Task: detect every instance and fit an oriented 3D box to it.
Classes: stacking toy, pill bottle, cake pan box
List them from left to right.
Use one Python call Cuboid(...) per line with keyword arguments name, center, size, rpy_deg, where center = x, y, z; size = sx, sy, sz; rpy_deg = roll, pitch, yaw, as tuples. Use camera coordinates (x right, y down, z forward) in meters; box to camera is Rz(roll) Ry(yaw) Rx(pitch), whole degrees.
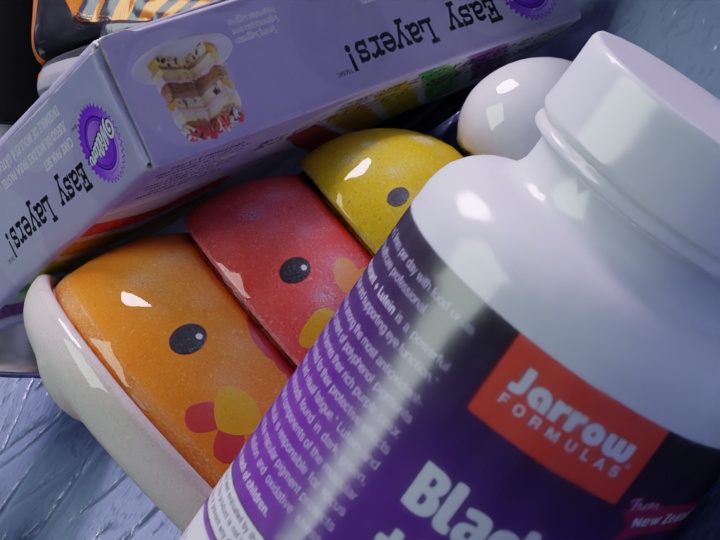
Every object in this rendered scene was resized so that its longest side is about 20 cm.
Cuboid(name="cake pan box", center=(-0.042, -0.052, 0.904), size=(0.199, 0.053, 0.184), rpy_deg=(-22, -5, -36))
Cuboid(name="stacking toy", center=(0.000, 0.000, 0.844), size=(0.200, 0.146, 0.146), rpy_deg=(-44, 23, 1))
Cuboid(name="pill bottle", center=(0.040, 0.040, 0.694), size=(0.201, 0.111, 0.112), rpy_deg=(-56, 23, 14))

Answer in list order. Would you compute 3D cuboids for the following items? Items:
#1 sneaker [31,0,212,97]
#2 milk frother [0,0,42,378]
Cuboid(name="sneaker", center=(-0.054, -0.134, 1.029), size=(0.199, 0.077, 0.113), rpy_deg=(-7, 85, 24))
Cuboid(name="milk frother", center=(-0.142, -0.048, 1.188), size=(0.180, 0.199, 0.190), rpy_deg=(6, 92, 57))
